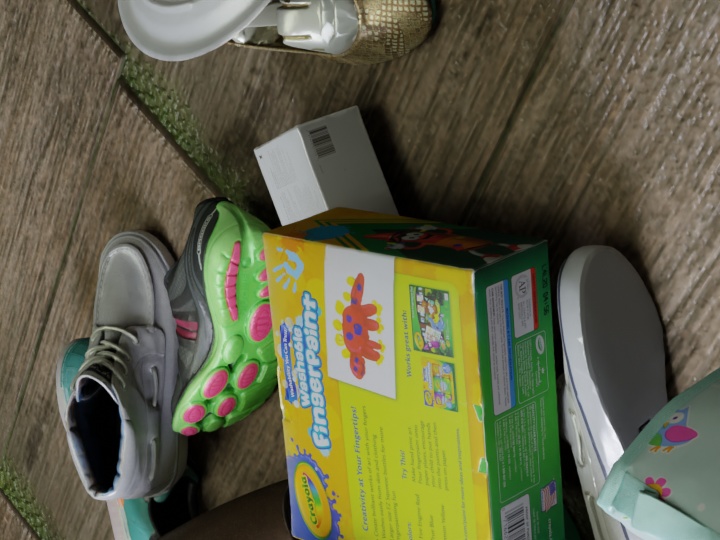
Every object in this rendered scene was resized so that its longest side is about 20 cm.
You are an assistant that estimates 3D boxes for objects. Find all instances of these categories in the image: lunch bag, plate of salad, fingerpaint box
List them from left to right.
[{"bbox_3d":[-0.081,-0.221,1.244,0.200,0.048,0.200,-22,57,38],"label":"plate of salad"},{"bbox_3d":[0.032,0.073,1.176,0.167,0.073,0.200,10,112,42],"label":"fingerpaint box"},{"bbox_3d":[0.235,0.114,0.962,0.170,0.200,0.122,31,128,35],"label":"lunch bag"}]

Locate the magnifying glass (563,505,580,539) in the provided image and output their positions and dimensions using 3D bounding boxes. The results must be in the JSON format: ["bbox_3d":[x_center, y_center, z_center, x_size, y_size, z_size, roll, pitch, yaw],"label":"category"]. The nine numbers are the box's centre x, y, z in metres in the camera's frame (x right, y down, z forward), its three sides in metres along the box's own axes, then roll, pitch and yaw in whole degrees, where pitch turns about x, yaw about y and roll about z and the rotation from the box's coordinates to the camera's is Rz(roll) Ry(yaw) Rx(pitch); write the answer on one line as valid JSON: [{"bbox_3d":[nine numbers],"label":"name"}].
[{"bbox_3d":[0.096,0.125,1.264,0.080,0.022,0.200,1,107,49],"label":"magnifying glass"}]

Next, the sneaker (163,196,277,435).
[{"bbox_3d":[-0.100,0.034,1.418,0.084,0.077,0.200,54,139,44],"label":"sneaker"}]

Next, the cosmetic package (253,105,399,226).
[{"bbox_3d":[0.000,0.000,1.283,0.083,0.051,0.200,-17,94,64],"label":"cosmetic package"}]

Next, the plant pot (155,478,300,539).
[{"bbox_3d":[-0.072,0.234,1.404,0.200,0.187,0.187,-47,71,33],"label":"plant pot"}]

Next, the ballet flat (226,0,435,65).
[{"bbox_3d":[-0.041,-0.161,1.253,0.200,0.065,0.071,8,113,46],"label":"ballet flat"}]

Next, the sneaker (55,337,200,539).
[{"bbox_3d":[-0.167,0.141,1.539,0.080,0.071,0.200,-14,100,45],"label":"sneaker"}]

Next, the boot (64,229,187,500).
[{"bbox_3d":[-0.173,0.069,1.452,0.074,0.096,0.200,-8,87,21],"label":"boot"}]

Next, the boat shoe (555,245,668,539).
[{"bbox_3d":[0.141,0.082,1.161,0.070,0.071,0.200,-3,111,46],"label":"boat shoe"}]
